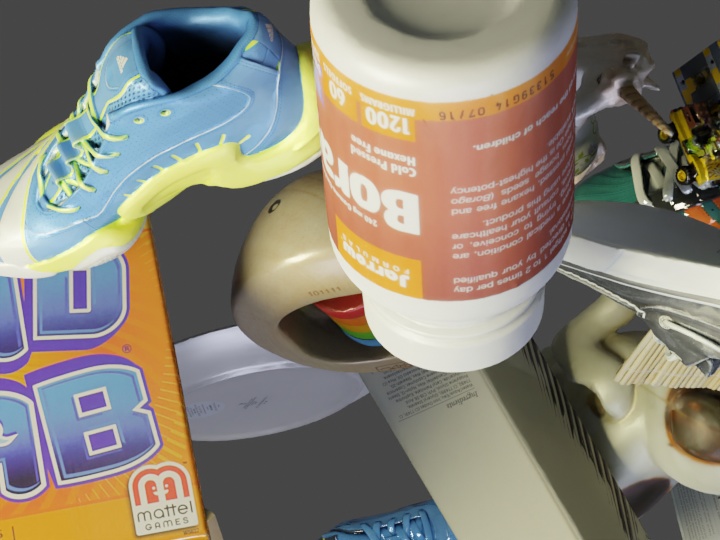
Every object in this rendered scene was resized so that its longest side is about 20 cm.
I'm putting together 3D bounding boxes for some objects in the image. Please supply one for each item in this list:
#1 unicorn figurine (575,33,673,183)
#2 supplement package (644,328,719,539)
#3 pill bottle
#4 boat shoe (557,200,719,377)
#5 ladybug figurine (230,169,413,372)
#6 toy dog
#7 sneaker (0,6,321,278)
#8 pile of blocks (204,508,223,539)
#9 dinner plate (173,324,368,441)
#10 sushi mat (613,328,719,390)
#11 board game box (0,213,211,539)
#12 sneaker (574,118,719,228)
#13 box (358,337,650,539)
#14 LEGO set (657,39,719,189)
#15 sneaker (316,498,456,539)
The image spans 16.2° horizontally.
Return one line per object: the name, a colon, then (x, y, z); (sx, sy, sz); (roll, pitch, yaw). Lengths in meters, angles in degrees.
unicorn figurine: (0.080, -0.073, 1.231); (0.137, 0.074, 0.200); (-16, 175, 8)
supplement package: (0.302, 0.101, 1.670); (0.200, 0.156, 0.111); (4, 155, -38)
pill bottle: (0.038, -0.051, 1.104); (0.112, 0.112, 0.200); (-10, 138, -5)
boat shoe: (0.170, 0.018, 1.240); (0.199, 0.068, 0.072); (16, -157, 20)
ladybug figurine: (0.000, 0.000, 1.353); (0.135, 0.072, 0.200); (-12, 159, 10)
toy dog: (0.168, 0.094, 1.542); (0.200, 0.194, 0.139); (-17, 152, 37)
sneaker: (-0.109, -0.068, 1.139); (0.200, 0.076, 0.105); (-24, 145, 12)
pile of blocks: (-0.165, 0.162, 1.734); (0.062, 0.082, 0.200); (26, 171, 35)
dinner plate: (-0.065, 0.074, 1.588); (0.200, 0.024, 0.200); (-10, 159, -4)
sushi mat: (0.216, 0.013, 1.374); (0.095, 0.012, 0.200); (4, 147, -18)
board game box: (-0.188, 0.086, 1.294); (0.199, 0.201, 0.200); (-10, 160, -5)
sneaker: (0.200, -0.059, 1.335); (0.199, 0.072, 0.080); (-13, 144, 12)
box: (0.082, 0.103, 1.487); (0.082, 0.200, 0.068); (-25, -172, 35)
LEGO set: (0.250, -0.078, 1.186); (0.200, 0.154, 0.116); (-1, 157, -36)
sneaker: (0.025, 0.216, 1.950); (0.200, 0.066, 0.078); (-24, 153, 30)
